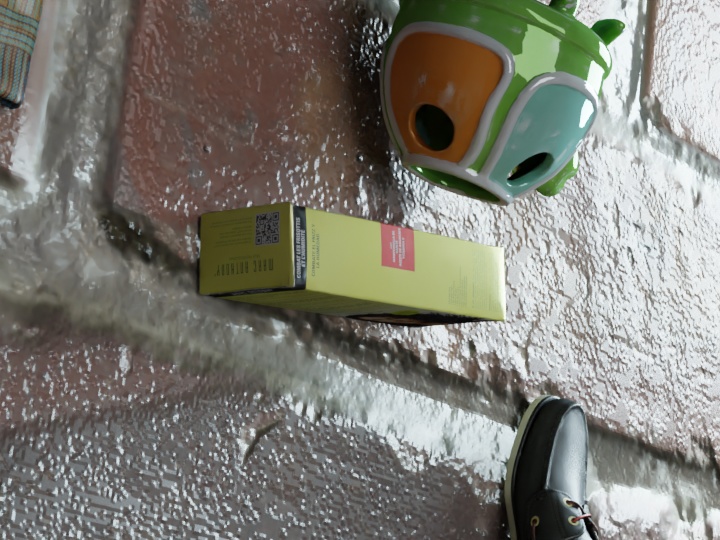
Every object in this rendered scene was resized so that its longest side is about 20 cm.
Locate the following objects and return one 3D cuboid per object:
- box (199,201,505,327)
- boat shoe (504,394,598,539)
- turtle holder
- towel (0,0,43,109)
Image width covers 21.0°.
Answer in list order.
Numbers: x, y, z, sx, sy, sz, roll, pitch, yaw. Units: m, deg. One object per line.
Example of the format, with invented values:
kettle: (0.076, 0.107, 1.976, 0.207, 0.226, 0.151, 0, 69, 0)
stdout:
box: (0.000, 0.000, 1.134, 0.200, 0.075, 0.050, 11, 77, -48)
boat shoe: (0.132, 0.180, 1.283, 0.074, 0.063, 0.202, 28, 64, -43)
turtle holder: (0.080, -0.112, 1.217, 0.186, 0.140, 0.132, 76, 32, -83)
towel: (-0.203, -0.197, 0.952, 0.146, 0.022, 0.201, 23, 69, -46)
